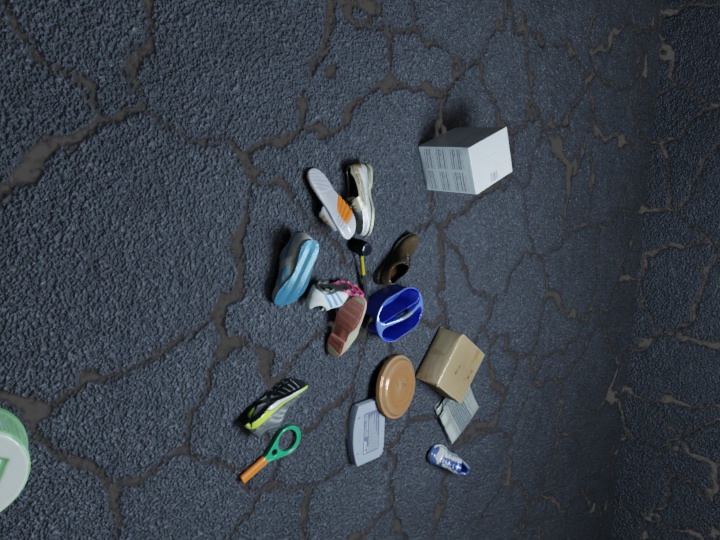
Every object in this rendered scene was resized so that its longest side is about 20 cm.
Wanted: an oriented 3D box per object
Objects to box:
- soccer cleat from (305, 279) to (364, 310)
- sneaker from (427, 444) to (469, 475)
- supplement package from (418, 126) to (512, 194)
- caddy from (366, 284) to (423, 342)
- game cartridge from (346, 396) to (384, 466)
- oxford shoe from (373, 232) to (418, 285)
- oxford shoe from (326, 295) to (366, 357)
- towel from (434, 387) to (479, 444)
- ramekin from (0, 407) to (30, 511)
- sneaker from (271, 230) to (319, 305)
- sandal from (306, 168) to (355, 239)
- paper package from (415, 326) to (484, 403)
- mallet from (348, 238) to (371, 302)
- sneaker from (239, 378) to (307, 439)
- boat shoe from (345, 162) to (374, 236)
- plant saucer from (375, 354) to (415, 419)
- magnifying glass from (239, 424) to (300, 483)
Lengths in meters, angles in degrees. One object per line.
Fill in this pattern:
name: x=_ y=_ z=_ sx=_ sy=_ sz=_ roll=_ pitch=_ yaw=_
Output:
soccer cleat: x=-0.074 y=0.072 z=1.529 sx=0.199 sy=0.070 sz=0.087 roll=8 pitch=124 yaw=-50
sneaker: x=0.324 y=0.688 z=2.001 sx=0.199 sy=0.088 sz=0.076 roll=31 pitch=81 yaw=-40
supplement package: x=0.321 y=-0.340 z=1.691 sx=0.191 sy=0.199 sz=0.148 roll=-32 pitch=120 yaw=-32
caddy: x=0.106 y=0.127 z=1.665 sx=0.199 sy=0.105 sz=0.143 roll=-28 pitch=116 yaw=-34
game cartridge: x=0.017 y=0.498 z=1.718 sx=0.132 sy=0.041 sz=0.202 roll=-9 pitch=105 yaw=-44
oxford shoe: x=0.129 y=-0.029 z=1.668 sx=0.073 sy=0.084 sz=0.201 roll=49 pitch=65 yaw=-35
oxford shoe: x=-0.031 y=0.150 z=1.554 sx=0.074 sy=0.071 sz=0.201 roll=-18 pitch=142 yaw=-59
towel: x=0.360 y=0.507 z=2.028 sx=0.192 sy=0.034 sz=0.201 roll=-43 pitch=124 yaw=-27
ramekin: x=-0.702 y=0.353 z=0.993 sx=0.199 sy=0.097 sz=0.202 roll=-11 pitch=107 yaw=-40
sneaker: x=-0.174 y=-0.003 z=1.410 sx=0.076 sy=0.081 sz=0.201 roll=13 pitch=110 yaw=-44
sandal: x=-0.086 y=-0.173 z=1.465 sx=0.208 sy=0.059 sz=0.079 roll=57 pitch=43 yaw=-11
paper package: x=0.310 y=0.326 z=1.897 sx=0.191 sy=0.103 sz=0.201 roll=42 pitch=71 yaw=-41
mallet: x=0.000 y=0.000 z=1.596 sx=0.041 sy=0.066 sz=0.202 roll=-26 pitch=131 yaw=-33
sneaker: x=-0.221 y=0.361 z=1.458 sx=0.199 sy=0.074 sz=0.081 roll=-33 pitch=126 yaw=-24
boat shoe: x=-0.008 y=-0.194 z=1.521 sx=0.068 sy=0.074 sz=0.202 roll=-7 pitch=97 yaw=-34
plant saucer: x=0.119 y=0.369 z=1.755 sx=0.199 sy=0.032 sz=0.202 roll=-5 pitch=96 yaw=-52
magnifying glass: x=-0.242 y=0.496 z=1.495 sx=0.200 sy=0.022 sz=0.080 roll=-38 pitch=123 yaw=-32
